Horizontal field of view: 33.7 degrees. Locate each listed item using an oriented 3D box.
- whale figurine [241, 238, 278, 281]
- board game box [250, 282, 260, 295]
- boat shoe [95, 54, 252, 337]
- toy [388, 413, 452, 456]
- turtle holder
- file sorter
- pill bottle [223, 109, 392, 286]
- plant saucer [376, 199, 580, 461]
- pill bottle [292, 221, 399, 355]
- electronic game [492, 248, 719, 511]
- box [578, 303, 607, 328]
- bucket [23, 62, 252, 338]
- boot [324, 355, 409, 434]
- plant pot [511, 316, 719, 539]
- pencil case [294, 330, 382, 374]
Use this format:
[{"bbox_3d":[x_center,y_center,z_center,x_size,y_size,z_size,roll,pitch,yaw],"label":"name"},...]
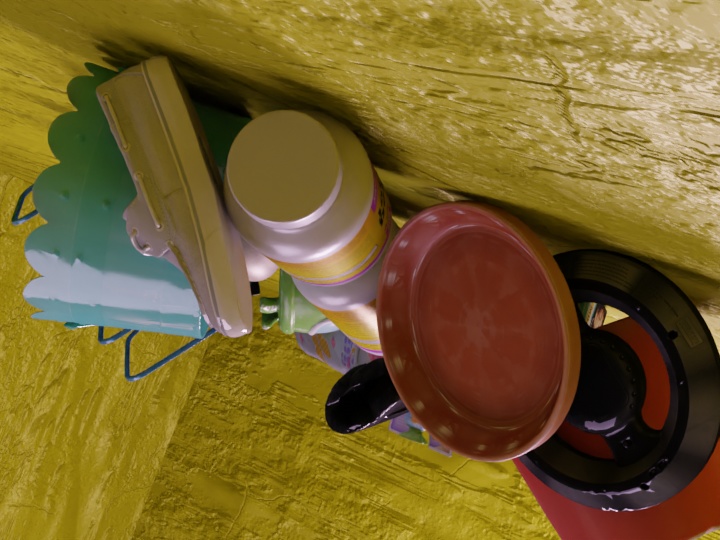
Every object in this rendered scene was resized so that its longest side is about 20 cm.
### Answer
[{"bbox_3d":[-0.135,-0.084,1.103,0.200,0.104,0.159,46,178,-2],"label":"whale figurine"},{"bbox_3d":[-0.159,-0.044,1.310,0.028,0.137,0.200,-11,-174,-20],"label":"board game box"},{"bbox_3d":[-0.128,-0.045,0.806,0.068,0.202,0.072,-20,178,3],"label":"boat shoe"},{"bbox_3d":[0.077,0.095,1.333,0.047,0.202,0.115,10,-177,-37],"label":"toy"},{"bbox_3d":[-0.039,0.009,1.274,0.130,0.142,0.186,2,150,-3],"label":"turtle holder"},{"bbox_3d":[-0.227,-0.016,1.150,0.201,0.122,0.139,58,-178,-21],"label":"file sorter"},{"bbox_3d":[-0.037,-0.051,0.840,0.103,0.105,0.200,21,175,9],"label":"pill bottle"},{"bbox_3d":[0.090,0.045,0.916,0.032,0.202,0.199,-12,-160,-41],"label":"plant saucer"},{"bbox_3d":[0.000,0.000,1.082,0.104,0.105,0.200,19,167,27],"label":"pill bottle"},{"bbox_3d":[0.179,0.084,0.899,0.199,0.202,0.041,18,-159,35],"label":"electronic game"},{"bbox_3d":[0.186,0.051,1.107,0.049,0.083,0.200,19,175,20],"label":"box"},{"bbox_3d":[-0.168,-0.047,0.929,0.133,0.209,0.207,14,175,-3],"label":"bucket"},{"bbox_3d":[0.045,0.116,1.097,0.199,0.165,0.066,-20,-117,-48],"label":"boot"},{"bbox_3d":[0.223,0.153,1.008,0.199,0.179,0.201,-21,163,-7],"label":"plant pot"},{"bbox_3d":[-0.006,0.077,1.357,0.090,0.084,0.200,-12,-167,-21],"label":"pencil case"}]
